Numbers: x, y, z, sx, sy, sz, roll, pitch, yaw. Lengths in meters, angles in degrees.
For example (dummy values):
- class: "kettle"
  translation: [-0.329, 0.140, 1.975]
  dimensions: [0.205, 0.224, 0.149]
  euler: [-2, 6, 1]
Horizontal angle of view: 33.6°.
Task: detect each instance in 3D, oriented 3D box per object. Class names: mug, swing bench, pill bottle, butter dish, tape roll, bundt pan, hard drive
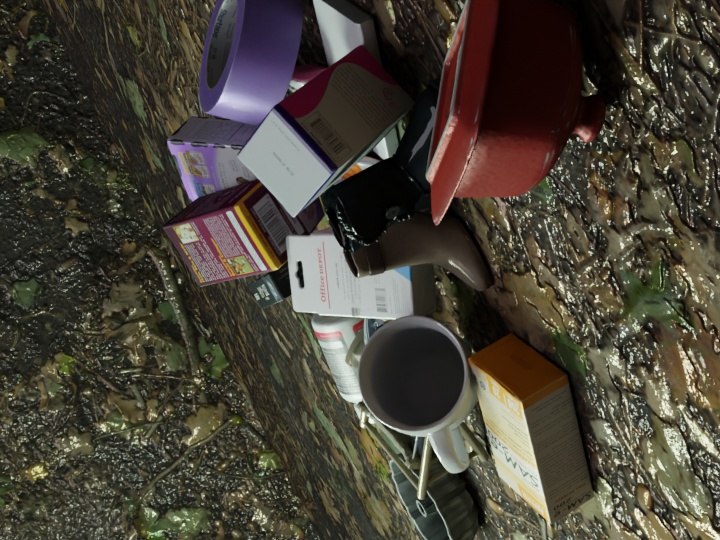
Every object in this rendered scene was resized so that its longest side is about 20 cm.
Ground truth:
- class: "mug"
  translation: [0.096, 0.171, 1.580]
  dimensions: [0.175, 0.146, 0.202]
  euler: [38, -150, -71]
- class: "swing bench"
  translation: [0.078, 0.192, 1.798]
  dimensions: [0.199, 0.129, 0.202]
  euler: [44, 155, 48]
- class: "pill bottle"
  translation: [0.001, 0.149, 1.993]
  dimensions: [0.110, 0.110, 0.202]
  euler: [24, 138, 64]
- class: "butter dish"
  translation: [0.147, -0.151, 1.069]
  dimensions: [0.200, 0.146, 0.203]
  euler: [107, 174, -68]
- class: "tape roll"
  translation: [-0.152, -0.304, 1.632]
  dimensions: [0.200, 0.084, 0.203]
  euler: [-168, 90, -69]
- class: "bundt pan"
  translation: [0.132, 0.384, 2.018]
  dimensions: [0.203, 0.075, 0.203]
  euler: [55, 162, 27]
- class: "hard drive"
  translation: [-0.006, -0.255, 1.546]
  dimensions: [0.132, 0.026, 0.202]
  euler: [45, 156, 47]

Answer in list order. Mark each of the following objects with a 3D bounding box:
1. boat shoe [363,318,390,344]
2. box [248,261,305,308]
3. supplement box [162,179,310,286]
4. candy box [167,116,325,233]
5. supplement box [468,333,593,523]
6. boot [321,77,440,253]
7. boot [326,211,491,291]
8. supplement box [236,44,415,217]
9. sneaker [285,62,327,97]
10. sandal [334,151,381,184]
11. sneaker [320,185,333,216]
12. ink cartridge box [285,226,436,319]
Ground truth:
- class: "boat shoe"
  translation: [0.045, 0.049, 1.693]
  dimensions: [0.091, 0.070, 0.204]
  euler: [143, 123, -71]
- class: "box"
  translation: [-0.061, -0.019, 1.768]
  dimensions: [0.044, 0.199, 0.160]
  euler: [58, 163, -3]
- class: "supplement box"
  translation: [-0.181, -0.056, 1.730]
  dimensions: [0.199, 0.086, 0.111]
  euler: [-11, 117, 48]
- class: "candy box"
  translation: [-0.169, -0.137, 1.784]
  dimensions: [0.198, 0.072, 0.169]
  euler: [8, 132, 30]
- class: "supplement box"
  translation: [0.214, 0.198, 1.497]
  dimensions: [0.126, 0.073, 0.202]
  euler: [38, 151, 55]
- class: "boot"
  translation: [0.038, -0.113, 1.384]
  dimensions: [0.077, 0.167, 0.201]
  euler: [52, 160, 27]
- class: "boot"
  translation: [0.054, -0.030, 1.500]
  dimensions: [0.201, 0.145, 0.070]
  euler: [56, 160, 20]
- class: "supplement box"
  translation: [-0.038, -0.168, 1.413]
  dimensions: [0.101, 0.200, 0.103]
  euler: [46, 135, 0]
- class: "sneaker"
  translation: [-0.077, -0.237, 1.654]
  dimensions: [0.200, 0.073, 0.089]
  euler: [-139, 38, -71]
- class: "sandal"
  translation: [-0.041, -0.157, 1.635]
  dimensions: [0.204, 0.060, 0.079]
  euler: [8, 156, 21]
- class: "sneaker"
  translation: [-0.044, -0.154, 1.743]
  dimensions: [0.201, 0.076, 0.080]
  euler: [88, 161, -53]
- class: "ink cartridge box"
  translation: [0.000, 0.000, 1.634]
  dimensions: [0.198, 0.066, 0.118]
  euler: [3, 105, 32]
